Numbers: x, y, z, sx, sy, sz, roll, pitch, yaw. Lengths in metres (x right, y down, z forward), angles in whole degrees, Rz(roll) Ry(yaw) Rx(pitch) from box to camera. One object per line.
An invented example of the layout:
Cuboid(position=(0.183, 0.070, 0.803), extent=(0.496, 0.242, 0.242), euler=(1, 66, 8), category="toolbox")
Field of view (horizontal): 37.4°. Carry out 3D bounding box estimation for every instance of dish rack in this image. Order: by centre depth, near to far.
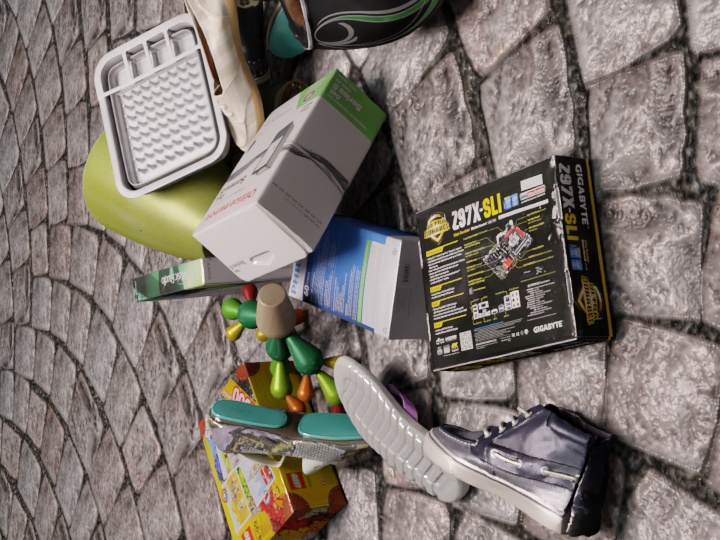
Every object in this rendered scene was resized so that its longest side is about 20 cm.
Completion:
Cuboid(position=(-0.242, -0.200, 1.324), extent=(0.170, 0.043, 0.202), euler=(-21, 73, 21), category="dish rack")

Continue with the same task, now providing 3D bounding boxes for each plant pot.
Cuboid(position=(-0.235, -0.095, 1.411), extent=(0.199, 0.186, 0.189), euler=(33, 116, 34), category="plant pot")

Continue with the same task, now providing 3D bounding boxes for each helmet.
Cuboid(position=(0.008, -0.321, 1.042), extent=(0.200, 0.189, 0.202), euler=(158, 90, -83), category="helmet")

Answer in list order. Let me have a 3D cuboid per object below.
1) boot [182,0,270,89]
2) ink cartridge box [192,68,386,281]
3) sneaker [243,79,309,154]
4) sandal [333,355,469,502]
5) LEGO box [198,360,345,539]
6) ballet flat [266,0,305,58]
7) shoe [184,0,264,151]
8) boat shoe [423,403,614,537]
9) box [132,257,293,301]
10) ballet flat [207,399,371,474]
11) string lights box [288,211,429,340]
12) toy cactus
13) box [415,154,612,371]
Cuboid(position=(-0.167, -0.339, 1.321), extent=(0.204, 0.073, 0.155), euler=(56, 155, 35), category="boot")
Cuboid(position=(-0.077, -0.102, 1.160), extent=(0.145, 0.084, 0.201), euler=(-21, 35, 52), category="ink cartridge box")
Cuboid(position=(-0.111, -0.135, 1.314), extent=(0.090, 0.067, 0.203), euler=(16, 97, 55), category="sneaker")
Cuboid(position=(0.045, 0.162, 1.102), extent=(0.203, 0.049, 0.083), euler=(44, 139, 31), category="sandal")
Cuboid(position=(-0.112, 0.233, 1.292), extent=(0.149, 0.076, 0.201), euler=(-53, 49, 39), category="LEGO box")
Cuboid(position=(-0.050, -0.335, 1.242), extent=(0.200, 0.069, 0.070), euler=(-48, 52, 40), category="ballet flat")
Cuboid(position=(-0.159, -0.232, 1.237), extent=(0.070, 0.053, 0.202), euler=(26, 132, 58), category="shoe")
Cuboid(position=(0.142, 0.154, 0.951), extent=(0.199, 0.074, 0.094), euler=(22, 100, 45), category="boat shoe")
Cuboid(position=(-0.181, 0.009, 1.339), extent=(0.199, 0.143, 0.037), euler=(-15, 82, 54), category="box")
Cuboid(position=(-0.073, 0.189, 1.184), extent=(0.198, 0.072, 0.073), euler=(7, 90, 10), category="ballet flat")
Cuboid(position=(0.000, 0.000, 1.155), extent=(0.199, 0.058, 0.104), euler=(21, 106, 53), category="string lights box")
Cuboid(position=(-0.084, 0.073, 1.213), extent=(0.200, 0.102, 0.166), euler=(48, 158, 29), category="toy cactus")
Cuboid(position=(0.134, 0.001, 0.976), extent=(0.199, 0.049, 0.162), euler=(-21, 69, 53), category="box")
